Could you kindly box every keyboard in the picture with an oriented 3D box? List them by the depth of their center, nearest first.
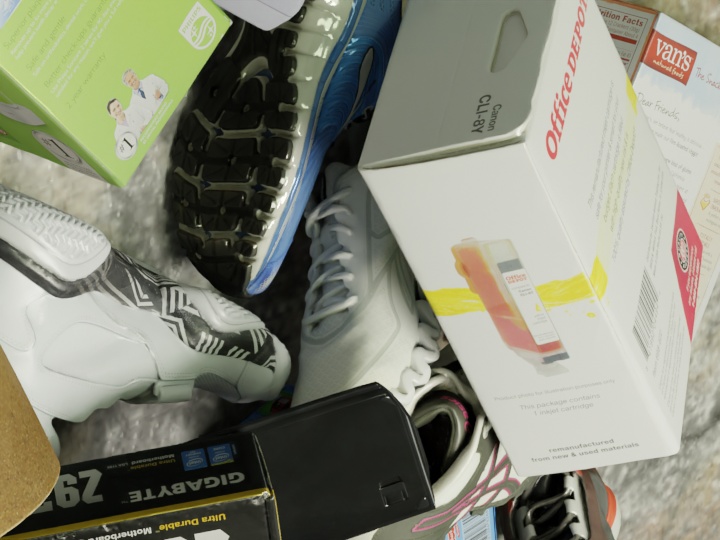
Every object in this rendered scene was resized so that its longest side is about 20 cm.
[{"bbox_3d":[-0.064,0.121,1.264,0.200,0.021,0.127,-18,126,0],"label":"keyboard"}]

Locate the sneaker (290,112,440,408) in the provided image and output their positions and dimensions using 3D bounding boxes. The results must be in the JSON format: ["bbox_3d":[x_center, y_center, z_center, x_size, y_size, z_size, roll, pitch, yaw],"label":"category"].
[{"bbox_3d":[0.000,0.000,1.353,0.081,0.075,0.200,47,43,-28],"label":"sneaker"}]

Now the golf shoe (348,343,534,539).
[{"bbox_3d":[0.048,0.078,1.368,0.200,0.077,0.088,-48,170,-43],"label":"golf shoe"}]

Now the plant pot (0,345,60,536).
[{"bbox_3d":[-0.230,0.012,1.085,0.186,0.186,0.200,-27,108,-37],"label":"plant pot"}]

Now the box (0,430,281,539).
[{"bbox_3d":[-0.129,0.159,1.234,0.200,0.049,0.160,-10,124,-6],"label":"box"}]

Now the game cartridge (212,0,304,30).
[{"bbox_3d":[-0.084,-0.194,1.153,0.200,0.040,0.133,41,46,-18],"label":"game cartridge"}]

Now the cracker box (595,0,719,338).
[{"bbox_3d":[0.138,-0.030,1.520,0.134,0.058,0.200,23,89,-48],"label":"cracker box"}]

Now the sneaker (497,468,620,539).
[{"bbox_3d":[0.096,0.137,1.477,0.077,0.200,0.082,-21,112,4],"label":"sneaker"}]

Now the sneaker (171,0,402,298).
[{"bbox_3d":[-0.019,-0.080,1.324,0.089,0.079,0.200,22,89,-45],"label":"sneaker"}]

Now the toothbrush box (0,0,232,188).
[{"bbox_3d":[-0.168,-0.132,1.099,0.200,0.146,0.086,43,73,-45],"label":"toothbrush box"}]

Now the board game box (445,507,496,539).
[{"bbox_3d":[-0.008,0.203,1.396,0.200,0.037,0.151,-28,124,-39],"label":"board game box"}]

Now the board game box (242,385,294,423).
[{"bbox_3d":[-0.076,0.172,1.379,0.200,0.037,0.151,-37,129,-30],"label":"board game box"}]

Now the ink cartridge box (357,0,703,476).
[{"bbox_3d":[0.083,-0.028,1.317,0.145,0.083,0.200,-75,147,-45],"label":"ink cartridge box"}]

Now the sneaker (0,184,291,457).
[{"bbox_3d":[-0.123,0.045,1.269,0.200,0.075,0.115,30,84,-43],"label":"sneaker"}]
